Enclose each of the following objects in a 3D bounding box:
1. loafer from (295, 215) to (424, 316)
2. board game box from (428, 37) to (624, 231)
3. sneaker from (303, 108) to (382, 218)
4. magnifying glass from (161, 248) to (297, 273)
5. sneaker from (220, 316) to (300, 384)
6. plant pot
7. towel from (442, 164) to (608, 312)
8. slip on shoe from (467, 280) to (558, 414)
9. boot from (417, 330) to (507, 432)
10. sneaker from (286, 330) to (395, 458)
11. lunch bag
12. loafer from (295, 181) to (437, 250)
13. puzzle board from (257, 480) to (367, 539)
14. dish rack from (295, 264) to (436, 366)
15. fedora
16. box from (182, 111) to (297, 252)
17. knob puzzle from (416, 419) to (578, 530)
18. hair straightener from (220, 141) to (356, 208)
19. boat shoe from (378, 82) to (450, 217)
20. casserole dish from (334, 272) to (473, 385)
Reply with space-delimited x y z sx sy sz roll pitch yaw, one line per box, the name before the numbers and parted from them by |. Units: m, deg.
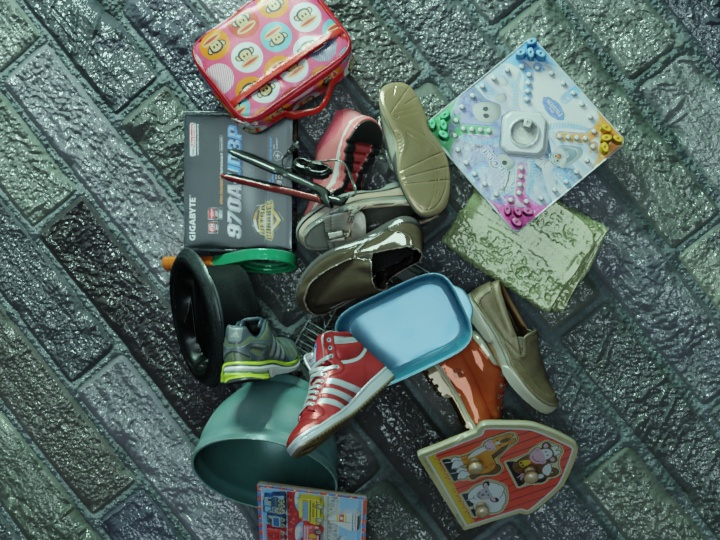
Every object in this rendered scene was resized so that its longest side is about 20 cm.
loafer | 0.000 0.000 1.567 0.200 0.071 0.073 -35 124 8
board game box | 0.225 -0.189 1.600 0.200 0.026 0.200 -39 81 -2
sneaker | -0.035 -0.135 1.642 0.087 0.074 0.200 45 117 46
magnifying glass | -0.187 -0.012 1.657 0.200 0.080 0.022 -3 75 16
sneaker | -0.131 0.101 1.562 0.074 0.200 0.081 -3 92 12
plant pot | -0.120 0.226 1.606 0.200 0.200 0.134 6 52 5
towel | 0.228 -0.044 1.627 0.200 0.036 0.148 31 96 3
slip on shoe | 0.221 0.105 1.614 0.061 0.076 0.200 -36 82 23
boot | 0.178 0.182 1.627 0.107 0.075 0.200 -34 95 -7
sneaker | -0.053 0.154 1.518 0.112 0.200 0.071 48 137 6
lunch bag | -0.113 -0.285 1.607 0.200 0.082 0.176 -36 78 -4
loafer | 0.012 -0.071 1.602 0.200 0.063 0.072 -20 129 -12
puzzle board | -0.068 0.371 1.626 0.151 0.017 0.200 7 132 6
dish rack | 0.008 0.066 1.647 0.153 0.055 0.200 31 97 5
fedora | -0.197 0.059 1.629 0.092 0.201 0.201 -13 91 -27
box | -0.170 -0.125 1.657 0.159 0.046 0.200 2 93 5
knob puzzle | 0.203 0.277 1.592 0.219 0.030 0.220 -3 127 -4
hair straightener | -0.093 -0.138 1.584 0.200 0.041 0.077 17 98 21
boat shoe | 0.071 -0.160 1.603 0.072 0.065 0.200 -16 74 -11
casserole dish | 0.060 0.081 1.595 0.200 0.039 0.121 -26 91 8
